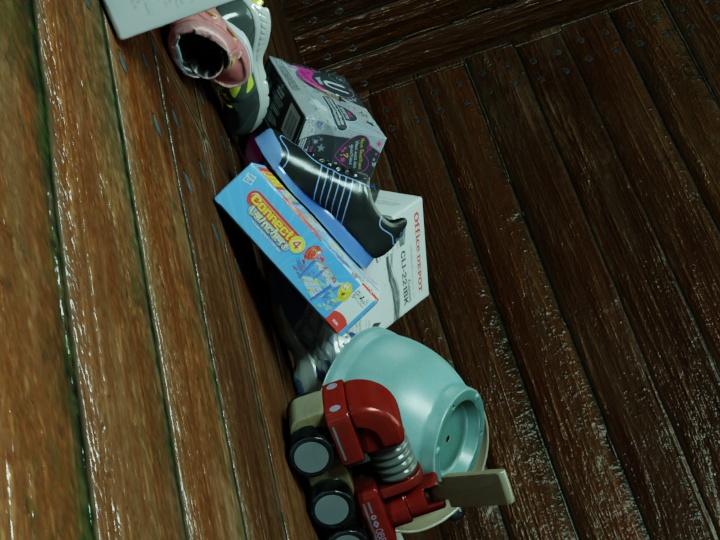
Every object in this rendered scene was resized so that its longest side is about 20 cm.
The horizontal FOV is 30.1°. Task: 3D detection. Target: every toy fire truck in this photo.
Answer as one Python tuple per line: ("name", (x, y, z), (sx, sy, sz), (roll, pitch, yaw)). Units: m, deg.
("toy fire truck", (0.039, 0.196, 1.349), (0.129, 0.199, 0.177), (-102, 173, -68))

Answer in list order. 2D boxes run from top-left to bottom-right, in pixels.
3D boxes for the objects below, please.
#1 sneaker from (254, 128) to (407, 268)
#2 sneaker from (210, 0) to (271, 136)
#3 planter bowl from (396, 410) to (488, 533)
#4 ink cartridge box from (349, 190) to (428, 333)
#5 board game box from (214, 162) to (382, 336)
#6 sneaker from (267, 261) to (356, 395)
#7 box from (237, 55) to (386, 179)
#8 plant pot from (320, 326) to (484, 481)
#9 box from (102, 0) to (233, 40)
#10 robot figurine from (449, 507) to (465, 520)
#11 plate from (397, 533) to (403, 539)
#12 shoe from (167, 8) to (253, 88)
("sneaker", (-0.032, -0.097, 1.527), (0.200, 0.078, 0.070), (47, 4, -14))
("sneaker", (-0.161, -0.244, 1.612), (0.074, 0.084, 0.201), (42, -37, 34))
("planter bowl", (0.045, 0.213, 1.694), (0.135, 0.200, 0.201), (23, -43, 57))
("ink cartridge box", (0.000, 0.000, 1.691), (0.200, 0.083, 0.145), (-36, 128, -48))
("board game box", (-0.063, -0.026, 1.471), (0.196, 0.056, 0.200), (48, 4, -1))
("sneaker", (-0.048, 0.075, 1.559), (0.075, 0.088, 0.201), (11, 59, -84))
("box", (-0.062, -0.162, 1.662), (0.133, 0.114, 0.200), (-67, -153, 22))
("plant pot", (0.055, 0.175, 1.486), (0.200, 0.134, 0.202), (-29, 125, -52))
("box", (-0.133, -0.300, 1.156), (0.153, 0.199, 0.107), (-101, 172, -62))
("robot figurine", (0.082, 0.326, 2.056), (0.200, 0.149, 0.126), (54, 30, -81))
("plate", (0.054, 0.424, 1.867), (0.200, 0.032, 0.201), (-106, 177, -46))
("shoe", (-0.166, -0.237, 1.466), (0.200, 0.071, 0.091), (56, 17, -60))
